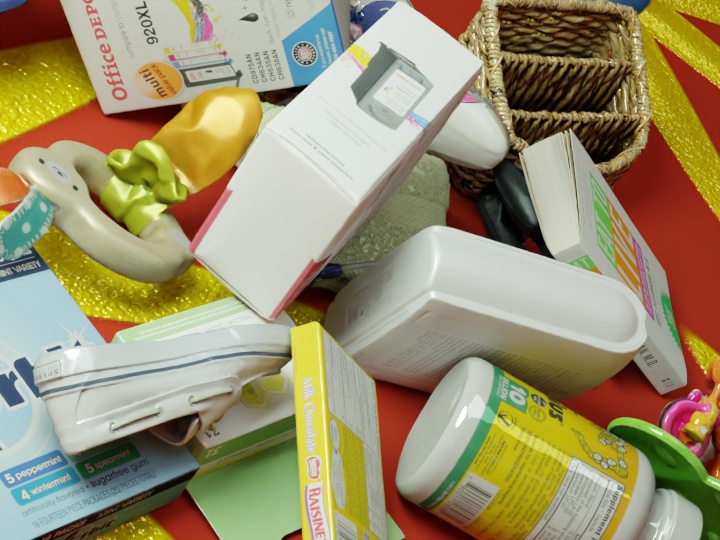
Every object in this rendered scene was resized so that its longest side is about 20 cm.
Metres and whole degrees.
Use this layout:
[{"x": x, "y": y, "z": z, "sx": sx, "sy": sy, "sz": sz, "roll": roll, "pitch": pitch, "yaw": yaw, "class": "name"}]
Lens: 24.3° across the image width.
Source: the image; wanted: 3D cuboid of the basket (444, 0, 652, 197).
[{"x": 0.175, "y": -0.146, "z": 1.498, "sx": 0.200, "sy": 0.149, "sz": 0.143, "roll": -1, "pitch": 50, "yaw": -40, "class": "basket"}]

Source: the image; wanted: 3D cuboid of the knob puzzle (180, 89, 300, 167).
[{"x": -0.078, "y": -0.138, "z": 1.389, "sx": 0.219, "sy": 0.030, "sz": 0.220, "roll": 21, "pitch": 41, "yaw": -19, "class": "knob puzzle"}]

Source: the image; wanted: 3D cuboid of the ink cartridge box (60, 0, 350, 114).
[{"x": -0.118, "y": -0.230, "z": 1.289, "sx": 0.200, "sy": 0.147, "sz": 0.145, "roll": -8, "pitch": 43, "yaw": 7, "class": "ink cartridge box"}]

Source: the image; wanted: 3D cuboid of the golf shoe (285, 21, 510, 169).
[{"x": 0.026, "y": -0.130, "z": 1.384, "sx": 0.200, "sy": 0.073, "sz": 0.092, "roll": 28, "pitch": 43, "yaw": 4, "class": "golf shoe"}]

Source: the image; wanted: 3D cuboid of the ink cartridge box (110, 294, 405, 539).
[{"x": -0.064, "y": 0.111, "z": 1.124, "sx": 0.145, "sy": 0.048, "sz": 0.200, "roll": -17, "pitch": 59, "yaw": -47, "class": "ink cartridge box"}]

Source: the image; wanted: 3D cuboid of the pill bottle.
[{"x": 0.135, "y": 0.154, "z": 1.179, "sx": 0.200, "sy": 0.113, "sz": 0.113, "roll": 30, "pitch": 38, "yaw": -7, "class": "pill bottle"}]

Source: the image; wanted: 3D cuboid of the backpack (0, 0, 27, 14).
[{"x": -0.320, "y": -0.249, "z": 1.159, "sx": 0.200, "sy": 0.168, "sz": 0.163, "roll": -10, "pitch": 55, "yaw": -3, "class": "backpack"}]

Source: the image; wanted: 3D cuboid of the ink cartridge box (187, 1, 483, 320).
[{"x": -0.016, "y": -0.079, "z": 1.182, "sx": 0.086, "sy": 0.148, "sz": 0.200, "roll": 38, "pitch": 44, "yaw": 1, "class": "ink cartridge box"}]

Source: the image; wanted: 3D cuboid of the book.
[{"x": 0.206, "y": -0.003, "z": 1.394, "sx": 0.200, "sy": 0.048, "sz": 0.134, "roll": 48, "pitch": 26, "yaw": -38, "class": "book"}]

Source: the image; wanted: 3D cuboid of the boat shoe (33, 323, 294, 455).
[{"x": -0.117, "y": 0.076, "z": 1.040, "sx": 0.200, "sy": 0.074, "sz": 0.067, "roll": -6, "pitch": 82, "yaw": -45, "class": "boat shoe"}]

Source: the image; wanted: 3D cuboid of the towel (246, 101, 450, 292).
[{"x": -0.006, "y": -0.047, "z": 1.308, "sx": 0.200, "sy": 0.036, "sz": 0.149, "roll": 16, "pitch": 57, "yaw": -34, "class": "towel"}]

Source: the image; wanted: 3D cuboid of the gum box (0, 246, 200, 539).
[{"x": -0.223, "y": 0.082, "z": 1.031, "sx": 0.170, "sy": 0.045, "sz": 0.200, "roll": -20, "pitch": 64, "yaw": -49, "class": "gum box"}]

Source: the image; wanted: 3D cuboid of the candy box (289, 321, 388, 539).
[{"x": -0.011, "y": 0.142, "z": 1.070, "sx": 0.102, "sy": 0.026, "sz": 0.200, "roll": 54, "pitch": 27, "yaw": -56, "class": "candy box"}]

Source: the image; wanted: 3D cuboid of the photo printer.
[{"x": 0.097, "y": 0.043, "z": 1.227, "sx": 0.200, "sy": 0.166, "sz": 0.070, "roll": 16, "pitch": 62, "yaw": -24, "class": "photo printer"}]

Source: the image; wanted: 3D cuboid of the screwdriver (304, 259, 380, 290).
[{"x": 0.000, "y": 0.000, "z": 1.243, "sx": 0.200, "sy": 0.028, "sz": 0.029, "roll": -2, "pitch": 69, "yaw": -24, "class": "screwdriver"}]

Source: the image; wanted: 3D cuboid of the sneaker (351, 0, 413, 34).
[{"x": -0.045, "y": -0.245, "z": 1.499, "sx": 0.115, "sy": 0.081, "sz": 0.199, "roll": -11, "pitch": 50, "yaw": -40, "class": "sneaker"}]

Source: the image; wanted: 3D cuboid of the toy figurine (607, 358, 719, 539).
[{"x": 0.299, "y": 0.112, "z": 1.250, "sx": 0.200, "sy": 0.150, "sz": 0.184, "roll": 46, "pitch": 67, "yaw": -18, "class": "toy figurine"}]

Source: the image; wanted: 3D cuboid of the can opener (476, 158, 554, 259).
[{"x": 0.152, "y": 0.003, "z": 1.401, "sx": 0.079, "sy": 0.063, "sz": 0.200, "roll": 23, "pitch": 41, "yaw": -62, "class": "can opener"}]

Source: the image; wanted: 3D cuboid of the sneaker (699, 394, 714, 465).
[{"x": 0.329, "y": 0.146, "z": 1.368, "sx": 0.115, "sy": 0.075, "sz": 0.200, "roll": 47, "pitch": 35, "yaw": 18, "class": "sneaker"}]

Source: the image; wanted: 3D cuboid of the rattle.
[{"x": -0.164, "y": -0.071, "z": 1.128, "sx": 0.200, "sy": 0.143, "sz": 0.130, "roll": 23, "pitch": 43, "yaw": -55, "class": "rattle"}]
